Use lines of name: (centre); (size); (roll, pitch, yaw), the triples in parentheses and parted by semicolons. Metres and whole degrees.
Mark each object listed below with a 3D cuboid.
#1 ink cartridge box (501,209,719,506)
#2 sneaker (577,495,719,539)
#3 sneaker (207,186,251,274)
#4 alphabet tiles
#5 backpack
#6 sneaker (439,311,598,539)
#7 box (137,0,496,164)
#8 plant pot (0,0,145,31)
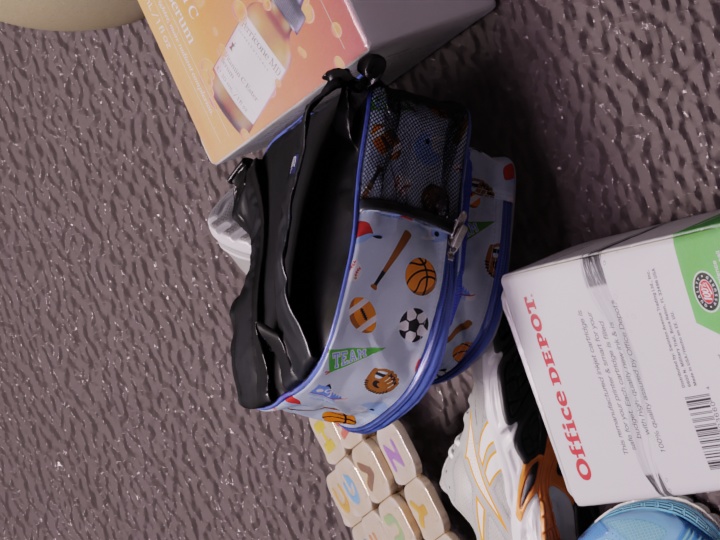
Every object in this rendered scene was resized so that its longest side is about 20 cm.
ink cartridge box: (0.187, 0.045, 1.626); (0.200, 0.084, 0.147); (-13, 97, 54)
sneaker: (0.188, 0.187, 1.691); (0.199, 0.090, 0.079); (12, 117, 50)
sneaker: (-0.007, 0.002, 1.884); (0.200, 0.075, 0.082); (27, 157, 39)
alphabet tiles: (0.023, 0.171, 1.909); (0.201, 0.015, 0.196); (63, 161, 7)
backpack: (0.000, 0.000, 1.726); (0.200, 0.153, 0.192); (139, 147, -63)
sneaker: (0.081, 0.106, 1.789); (0.092, 0.076, 0.201); (2, 108, 39)
box: (-0.037, -0.178, 1.780); (0.200, 0.106, 0.153); (-33, 81, 54)
plant pot: (-0.235, -0.248, 1.974); (0.200, 0.134, 0.201); (28, 129, 41)
